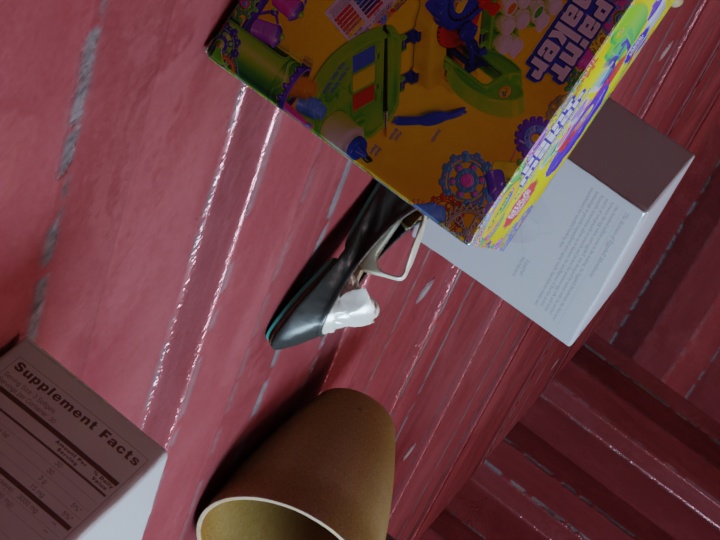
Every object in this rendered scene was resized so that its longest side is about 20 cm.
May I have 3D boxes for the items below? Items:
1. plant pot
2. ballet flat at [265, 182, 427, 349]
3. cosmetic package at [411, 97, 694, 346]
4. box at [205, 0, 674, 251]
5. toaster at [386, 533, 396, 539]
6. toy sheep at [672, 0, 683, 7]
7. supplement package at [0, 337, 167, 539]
[{"bbox_3d":[-0.040,0.222,1.674,0.201,0.185,0.187,-60,175,-43],"label":"plant pot"},{"bbox_3d":[0.000,0.000,1.434,0.201,0.068,0.068,-54,168,-2],"label":"ballet flat"},{"bbox_3d":[0.187,-0.073,1.626,0.123,0.199,0.200,-42,163,-42],"label":"cosmetic package"},{"bbox_3d":[0.054,-0.148,0.962,0.201,0.192,0.122,-55,167,7],"label":"box"},{"bbox_3d":[-0.008,0.437,2.286,0.201,0.180,0.119,-53,166,-1],"label":"toaster"},{"bbox_3d":[0.256,-0.307,1.434,0.138,0.137,0.201,94,18,-67],"label":"toy sheep"},{"bbox_3d":[-0.220,0.157,0.929,0.200,0.117,0.117,-42,162,-41],"label":"supplement package"}]
